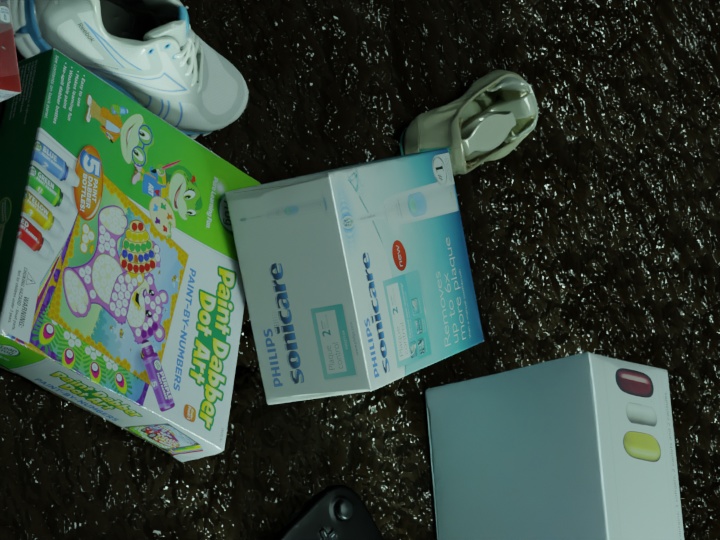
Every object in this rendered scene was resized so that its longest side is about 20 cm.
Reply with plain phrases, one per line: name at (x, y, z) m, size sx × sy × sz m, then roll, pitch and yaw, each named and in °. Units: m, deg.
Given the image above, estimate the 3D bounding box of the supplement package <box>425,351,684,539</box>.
supplement package at (0.146, 0.177, 1.514) m, size 0.110 × 0.155 × 0.202 m, roll 13°, pitch 68°, yaw -48°

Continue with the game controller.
game controller at (0.002, 0.249, 1.401) m, size 0.201 × 0.042 × 0.104 m, roll 62°, pitch 39°, yaw -15°

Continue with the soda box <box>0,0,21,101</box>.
soda box at (-0.289, -0.134, 1.154) m, size 0.199 × 0.063 × 0.071 m, roll 6°, pitch 72°, yaw -50°

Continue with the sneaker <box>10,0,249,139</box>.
sneaker at (-0.132, -0.143, 1.338) m, size 0.199 × 0.086 × 0.076 m, roll 20°, pitch 60°, yaw -48°

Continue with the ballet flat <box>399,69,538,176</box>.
ballet flat at (0.106, -0.119, 1.646) m, size 0.200 × 0.069 × 0.070 m, roll -36°, pitch 105°, yaw -51°

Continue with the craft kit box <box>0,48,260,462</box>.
craft kit box at (-0.153, -0.007, 1.298) m, size 0.197 × 0.048 × 0.201 m, roll 34°, pitch 52°, yaw -44°

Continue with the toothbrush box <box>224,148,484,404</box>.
toothbrush box at (0.000, 0.000, 1.417) m, size 0.200 × 0.085 × 0.148 m, roll -15°, pitch 95°, yaw -62°
